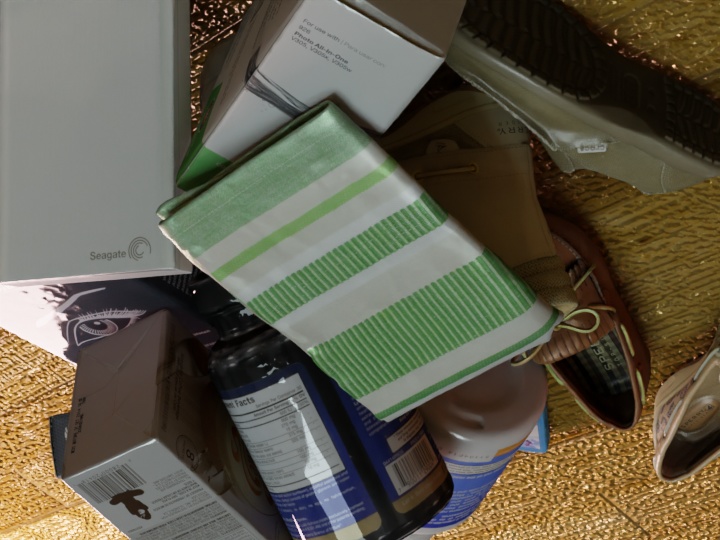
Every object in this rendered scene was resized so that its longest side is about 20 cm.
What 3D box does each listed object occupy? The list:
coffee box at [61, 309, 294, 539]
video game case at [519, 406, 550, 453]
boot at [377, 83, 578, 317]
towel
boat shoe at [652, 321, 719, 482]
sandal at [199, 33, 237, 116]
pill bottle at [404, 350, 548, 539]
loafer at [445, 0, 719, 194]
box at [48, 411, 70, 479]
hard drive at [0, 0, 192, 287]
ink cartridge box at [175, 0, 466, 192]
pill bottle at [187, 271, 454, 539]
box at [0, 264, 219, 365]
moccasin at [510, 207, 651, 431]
[{"bbox_3d":[-0.101,0.137,1.233,0.079,0.115,0.200,-25,130,22],"label":"coffee box"},{"bbox_3d":[0.062,0.061,1.360,0.142,0.018,0.201,7,141,15],"label":"video game case"},{"bbox_3d":[0.044,-0.011,1.163,0.072,0.157,0.199,-3,161,-46],"label":"boot"},{"bbox_3d":[0.000,0.000,1.054,0.152,0.024,0.200,-29,122,36],"label":"towel"},{"bbox_3d":[0.258,0.078,1.255,0.073,0.063,0.200,23,143,-4],"label":"boat shoe"},{"bbox_3d":[-0.045,-0.050,1.143,0.204,0.082,0.050,64,150,13],"label":"sandal"},{"bbox_3d":[0.051,0.118,1.328,0.111,0.113,0.201,22,143,-4],"label":"pill bottle"},{"bbox_3d":[0.122,-0.096,1.084,0.199,0.076,0.067,29,136,-12],"label":"loafer"},{"bbox_3d":[-0.109,0.117,1.383,0.198,0.052,0.158,-12,171,14],"label":"box"},{"bbox_3d":[-0.161,-0.095,1.126,0.131,0.202,0.027,-4,173,28],"label":"hard drive"},{"bbox_3d":[-0.013,-0.131,1.040,0.084,0.147,0.200,28,143,-12],"label":"ink cartridge box"},{"bbox_3d":[-0.029,0.078,1.195,0.111,0.112,0.201,-20,99,41],"label":"pill bottle"},{"bbox_3d":[-0.160,-0.006,1.267,0.147,0.105,0.200,-14,146,36],"label":"box"},{"bbox_3d":[0.134,0.034,1.232,0.073,0.078,0.202,-17,132,17],"label":"moccasin"}]
